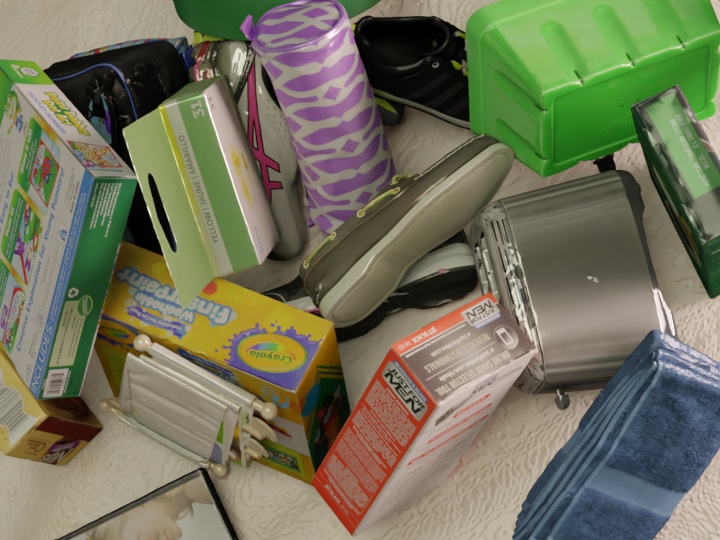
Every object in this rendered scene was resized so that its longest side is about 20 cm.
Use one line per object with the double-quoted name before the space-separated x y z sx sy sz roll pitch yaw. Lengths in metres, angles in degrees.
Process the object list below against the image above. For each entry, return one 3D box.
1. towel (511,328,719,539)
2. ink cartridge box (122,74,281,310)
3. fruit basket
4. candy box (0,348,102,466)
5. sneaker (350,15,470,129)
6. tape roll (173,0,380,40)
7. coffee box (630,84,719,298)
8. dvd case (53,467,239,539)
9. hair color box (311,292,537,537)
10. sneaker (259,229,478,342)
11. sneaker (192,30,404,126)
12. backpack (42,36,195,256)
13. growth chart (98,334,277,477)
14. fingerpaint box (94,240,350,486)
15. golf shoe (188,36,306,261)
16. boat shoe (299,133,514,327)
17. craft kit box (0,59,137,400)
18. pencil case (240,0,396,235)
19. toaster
"towel" 0.211 0.149 1.456 0.111 0.049 0.200 24 111 -24
"ink cartridge box" -0.119 -0.065 1.462 0.048 0.200 0.146 -16 101 9
"fruit basket" 0.171 -0.199 1.513 0.214 0.156 0.216 -3 47 3
"candy box" -0.318 0.073 1.630 0.056 0.117 0.200 -43 72 5
"sneaker" 0.071 -0.166 1.556 0.199 0.083 0.072 8 73 -12
"tape roll" -0.065 -0.263 1.598 0.199 0.048 0.201 -8 35 5
"coffee box" 0.259 -0.057 1.455 0.044 0.200 0.123 -26 72 6
"dvd case" -0.189 0.272 1.597 0.199 0.018 0.143 -27 83 9
"hair color box" 0.046 0.114 1.469 0.111 0.200 0.064 -26 68 -36
"sneaker" 0.000 0.000 1.589 0.199 0.080 0.087 -16 63 4
"sneaker" -0.057 -0.150 1.636 0.199 0.074 0.081 16 103 18
"backpack" -0.204 -0.085 1.612 0.182 0.134 0.201 -8 107 38
"growth chart" -0.139 0.117 1.535 0.144 0.200 0.018 31 63 -2
"fingerpaint box" -0.114 0.076 1.543 0.199 0.167 0.074 20 62 19
"golf shoe" -0.074 -0.102 1.584 0.092 0.073 0.201 -10 111 19
"boat shoe" 0.034 -0.042 1.502 0.202 0.072 0.060 -43 59 10
"craft kit box" -0.258 -0.034 1.498 0.197 0.048 0.201 43 125 41
"pencil case" -0.027 -0.121 1.527 0.085 0.201 0.084 -1 36 23
"toaster" 0.165 0.006 1.497 0.128 0.114 0.201 -11 79 -7
